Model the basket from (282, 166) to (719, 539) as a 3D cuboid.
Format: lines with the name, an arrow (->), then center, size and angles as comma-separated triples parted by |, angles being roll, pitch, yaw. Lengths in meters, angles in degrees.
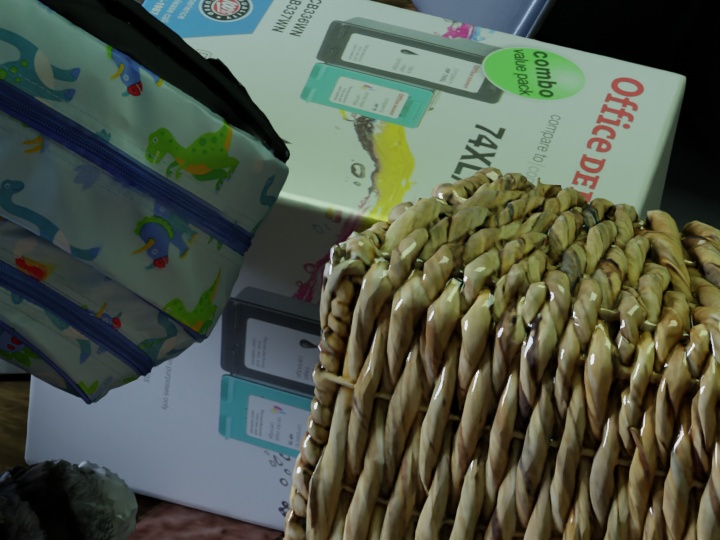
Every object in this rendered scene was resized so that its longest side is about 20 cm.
basket -> 0.068, 0.086, 0.812 | 0.149, 0.200, 0.143 | 15, 16, 20

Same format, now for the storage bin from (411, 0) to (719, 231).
storage bin -> 0.123, -0.112, 1.277 | 0.200, 0.146, 0.134 | 14, 26, -35

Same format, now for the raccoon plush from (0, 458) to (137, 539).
raccoon plush -> -0.148, 0.038, 0.937 | 0.097, 0.134, 0.200 | 18, 19, 25

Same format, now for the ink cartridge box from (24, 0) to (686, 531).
ink cartridge box -> 0.000, 0.000, 1.080 | 0.200, 0.146, 0.147 | 14, 35, 8

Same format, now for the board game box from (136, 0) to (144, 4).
board game box -> -0.169, -0.098, 1.343 | 0.200, 0.153, 0.040 | -13, 65, -54

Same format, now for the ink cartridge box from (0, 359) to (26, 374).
ink cartridge box -> -0.098, 0.008, 1.230 | 0.200, 0.039, 0.099 | -2, 20, -31

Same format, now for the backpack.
backpack -> -0.122, -0.049, 0.925 | 0.200, 0.154, 0.163 | 16, -2, -17
